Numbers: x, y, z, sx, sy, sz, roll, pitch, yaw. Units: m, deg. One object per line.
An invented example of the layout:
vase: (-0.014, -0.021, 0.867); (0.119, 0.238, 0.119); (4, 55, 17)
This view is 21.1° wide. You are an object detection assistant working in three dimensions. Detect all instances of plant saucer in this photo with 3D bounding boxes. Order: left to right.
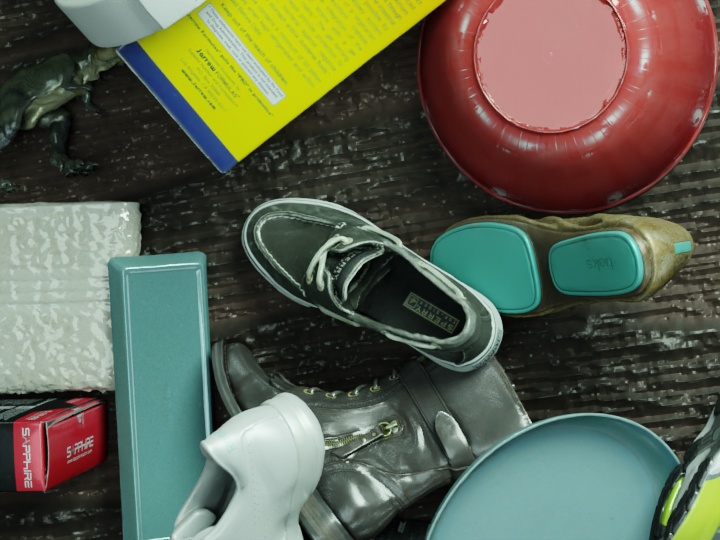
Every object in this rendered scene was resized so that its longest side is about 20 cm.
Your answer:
plant saucer: (-0.130, 0.090, 1.307); (0.069, 0.019, 0.202); (-4, 92, -21)
plant saucer: (0.121, 0.179, 1.227); (0.198, 0.027, 0.202); (-9, 113, -21)

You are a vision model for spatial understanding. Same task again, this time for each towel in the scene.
towel: (-0.244, 0.021, 1.335); (0.198, 0.034, 0.134); (-1, 94, 10)

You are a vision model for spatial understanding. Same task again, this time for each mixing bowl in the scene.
mixing bowl: (0.125, -0.133, 1.213); (0.198, 0.108, 0.202); (1, 94, 10)

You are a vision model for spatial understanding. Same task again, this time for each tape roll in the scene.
tape roll: (-0.107, -0.221, 1.202); (0.202, 0.203, 0.037); (-36, 118, 12)

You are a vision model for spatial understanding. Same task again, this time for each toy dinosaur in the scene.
toy dinosaur: (-0.229, -0.101, 1.318); (0.198, 0.047, 0.089); (-19, 75, 12)

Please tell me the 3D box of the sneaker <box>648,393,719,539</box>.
sneaker: (0.257, 0.107, 1.192); (0.080, 0.074, 0.201); (27, 107, -9)

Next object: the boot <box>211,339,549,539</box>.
boot: (0.011, 0.087, 1.270); (0.173, 0.069, 0.201); (-33, 61, -6)

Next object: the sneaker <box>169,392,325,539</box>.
sneaker: (-0.079, 0.172, 1.193); (0.075, 0.088, 0.202); (33, 129, 42)

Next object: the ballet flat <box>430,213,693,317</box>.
ballet flat: (0.132, -0.009, 1.225); (0.199, 0.072, 0.069); (-7, 95, 51)

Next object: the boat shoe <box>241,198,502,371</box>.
boat shoe: (0.000, 0.000, 1.247); (0.199, 0.064, 0.071); (25, 87, 27)

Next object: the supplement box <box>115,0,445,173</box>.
supplement box: (-0.046, -0.177, 1.227); (0.199, 0.109, 0.110); (-37, 111, 11)

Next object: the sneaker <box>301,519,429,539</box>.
sneaker: (0.002, 0.210, 1.287); (0.198, 0.074, 0.081); (8, 110, 15)

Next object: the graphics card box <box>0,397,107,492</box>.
graphics card box: (-0.282, 0.117, 1.301); (0.198, 0.125, 0.051); (-1, 94, 11)
